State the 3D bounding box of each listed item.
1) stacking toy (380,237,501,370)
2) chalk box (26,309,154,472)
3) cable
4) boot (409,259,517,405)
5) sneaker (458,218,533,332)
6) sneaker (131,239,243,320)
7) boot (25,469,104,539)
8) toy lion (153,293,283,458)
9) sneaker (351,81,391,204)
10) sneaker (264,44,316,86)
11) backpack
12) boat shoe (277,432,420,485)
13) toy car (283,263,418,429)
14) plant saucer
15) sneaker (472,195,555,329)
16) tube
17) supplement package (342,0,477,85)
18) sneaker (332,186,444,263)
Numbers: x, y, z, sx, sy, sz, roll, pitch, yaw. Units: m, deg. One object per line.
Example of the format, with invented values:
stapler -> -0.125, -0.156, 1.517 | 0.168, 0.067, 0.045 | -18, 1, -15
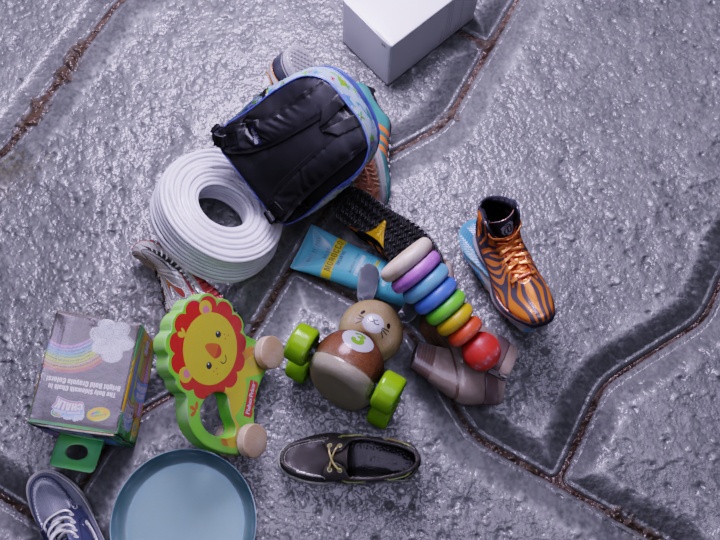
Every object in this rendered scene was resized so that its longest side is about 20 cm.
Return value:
stacking toy -> 0.118, 0.056, 1.241 | 0.085, 0.085, 0.200 | -39, 93, -13
chalk box -> -0.368, 0.174, 1.236 | 0.123, 0.124, 0.201 | 9, 72, 1
cable -> -0.205, -0.082, 1.316 | 0.200, 0.069, 0.200 | 51, 47, 7
boot -> 0.159, 0.096, 1.311 | 0.145, 0.070, 0.201 | 18, 70, -3
sneaker -> 0.205, 0.005, 1.335 | 0.076, 0.081, 0.201 | -23, 54, -7
sneaker -> -0.265, 0.031, 1.309 | 0.200, 0.078, 0.082 | 42, 80, 14
boot -> -0.386, 0.346, 1.193 | 0.073, 0.090, 0.200 | -37, 76, -13
toy lion -> -0.200, 0.140, 1.218 | 0.068, 0.191, 0.201 | -7, 66, 41
sneaker -> 0.020, -0.196, 1.395 | 0.080, 0.071, 0.201 | -13, 89, -44
sneaker -> -0.082, -0.246, 1.413 | 0.078, 0.079, 0.201 | -30, 98, -45
backpack -> -0.074, -0.191, 1.293 | 0.199, 0.147, 0.184 | -32, 98, 26
boat shoe -> -0.016, 0.258, 1.247 | 0.200, 0.061, 0.072 | 1, 71, -1
toy car -> 0.011, 0.088, 1.261 | 0.164, 0.158, 0.201 | 28, 68, 8
plant saucer -> -0.240, 0.346, 1.231 | 0.198, 0.027, 0.202 | 1, 71, -2
sneaker -> 0.203, -0.019, 1.232 | 0.077, 0.112, 0.201 | -23, 54, -7
tube -> 0.000, 0.000, 1.346 | 0.199, 0.050, 0.078 | 22, 64, 11
supplement package -> 0.081, -0.420, 1.449 | 0.200, 0.117, 0.117 | -40, 77, -14
sneaker -> 0.051, -0.050, 1.336 | 0.200, 0.090, 0.070 | 39, 94, 15
